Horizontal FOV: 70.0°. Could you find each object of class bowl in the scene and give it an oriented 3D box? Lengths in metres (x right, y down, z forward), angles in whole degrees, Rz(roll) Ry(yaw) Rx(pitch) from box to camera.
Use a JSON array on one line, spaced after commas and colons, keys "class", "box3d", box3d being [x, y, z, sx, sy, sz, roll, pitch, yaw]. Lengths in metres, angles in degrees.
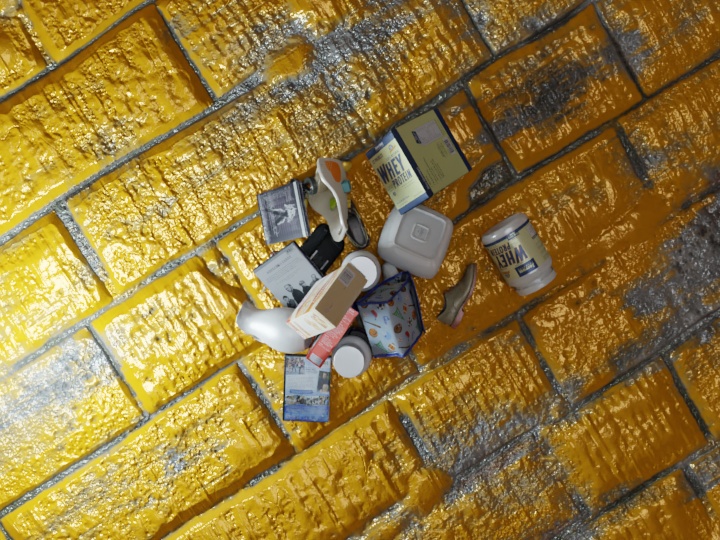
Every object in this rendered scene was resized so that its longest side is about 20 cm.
[{"class": "bowl", "box3d": [0.162, -0.097, 1.467, 0.197, 0.075, 0.202, 23, 76, -2]}]

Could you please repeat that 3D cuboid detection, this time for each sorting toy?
[{"class": "sorting toy", "box3d": [-0.068, -0.179, 1.389, 0.105, 0.200, 0.183, -8, 76, -15]}]

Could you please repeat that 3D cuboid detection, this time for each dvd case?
[{"class": "dvd case", "box3d": [-0.160, 0.352, 1.539, 0.140, 0.018, 0.203, 2, 94, -1]}, {"class": "dvd case", "box3d": [-0.218, -0.158, 1.442, 0.016, 0.198, 0.151, -14, 95, -44]}, {"class": "dvd case", "box3d": [-0.180, 0.033, 1.434, 0.149, 0.025, 0.201, -33, 111, 16]}]

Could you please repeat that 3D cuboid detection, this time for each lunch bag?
[{"class": "lunch bag", "box3d": [0.102, 0.114, 1.390, 0.122, 0.200, 0.172, -5, 109, 33]}]

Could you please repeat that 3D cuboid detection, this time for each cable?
[{"class": "cable", "box3d": [-0.152, -0.228, 1.422, 0.050, 0.200, 0.099, -9, 81, -28]}]

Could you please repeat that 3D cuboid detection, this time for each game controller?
[{"class": "game controller", "box3d": [-0.131, -0.038, 1.485, 0.104, 0.042, 0.201, 44, 74, -21]}]

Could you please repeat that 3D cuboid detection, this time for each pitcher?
[{"class": "pitcher", "box3d": [-0.231, 0.171, 1.448, 0.197, 0.172, 0.122, 12, 59, 13]}]

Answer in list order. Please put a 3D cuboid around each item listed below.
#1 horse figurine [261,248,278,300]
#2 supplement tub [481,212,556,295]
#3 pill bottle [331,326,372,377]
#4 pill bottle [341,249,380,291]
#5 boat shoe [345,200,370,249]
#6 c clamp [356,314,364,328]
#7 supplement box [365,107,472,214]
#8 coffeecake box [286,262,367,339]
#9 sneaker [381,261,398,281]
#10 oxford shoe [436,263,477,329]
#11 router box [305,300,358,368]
[{"class": "horse figurine", "box3d": [-0.197, 0.040, 1.503, 0.198, 0.050, 0.134, 27, 92, -3]}, {"class": "supplement tub", "box3d": [0.453, -0.045, 1.467, 0.144, 0.145, 0.201, -33, 93, 1]}, {"class": "pill bottle", "box3d": [-0.021, 0.227, 1.421, 0.110, 0.200, 0.113, 0, 95, 5]}, {"class": "pill bottle", "box3d": [0.000, 0.000, 1.431, 0.110, 0.200, 0.114, 0, 93, -1]}, {"class": "boat shoe", "box3d": [-0.035, -0.152, 1.491, 0.071, 0.060, 0.202, -29, 92, 1]}, {"class": "c clamp", "box3d": [-0.011, 0.193, 1.529, 0.168, 0.027, 0.203, -17, 93, -1]}, {"class": "supplement box", "box3d": [0.160, -0.298, 1.408, 0.199, 0.134, 0.202, -34, 94, -33]}, {"class": "coffeecake box", "box3d": [-0.088, 0.081, 1.306, 0.073, 0.199, 0.154, 42, 60, -12]}, {"class": "sneaker", "box3d": [0.074, 0.083, 1.494, 0.114, 0.074, 0.203, -20, 95, -12]}, {"class": "oxford shoe", "box3d": [0.284, 0.067, 1.508, 0.074, 0.070, 0.203, 21, 92, 3]}, {"class": "router box", "box3d": [-0.075, 0.159, 1.422, 0.049, 0.200, 0.181, 35, 93, -4]}]
